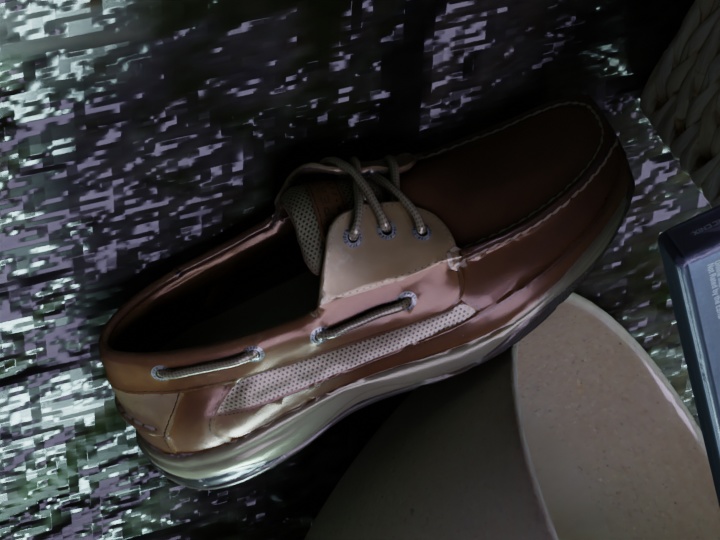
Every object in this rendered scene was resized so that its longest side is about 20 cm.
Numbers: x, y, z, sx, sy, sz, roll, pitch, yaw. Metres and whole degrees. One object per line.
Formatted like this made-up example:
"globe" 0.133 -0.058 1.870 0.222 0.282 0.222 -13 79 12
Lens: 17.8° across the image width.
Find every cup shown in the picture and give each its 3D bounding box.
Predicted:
"cup" 0.055 0.127 0.864 0.143 0.201 0.200 -28 139 24

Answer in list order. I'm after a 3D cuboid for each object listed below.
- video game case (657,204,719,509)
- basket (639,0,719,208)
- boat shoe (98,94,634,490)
"video game case" 0.194 -0.001 0.707 0.199 0.019 0.143 -25 135 -4
"basket" 0.238 -0.069 0.793 0.197 0.161 0.201 9 122 -33
"boat shoe" 0.000 0.000 0.790 0.199 0.076 0.074 -33 132 1
